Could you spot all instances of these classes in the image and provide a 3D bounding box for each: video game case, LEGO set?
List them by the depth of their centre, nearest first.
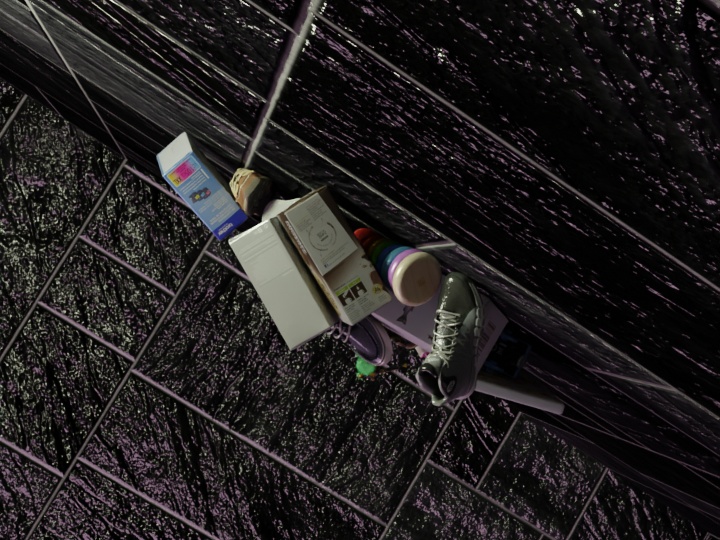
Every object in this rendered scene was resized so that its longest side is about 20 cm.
[{"bbox_3d":[0.246,0.196,1.806,0.198,0.023,0.182,17,-172,-12],"label":"video game case"},{"bbox_3d":[0.056,0.107,1.836,0.154,0.199,0.116,51,-178,18],"label":"LEGO set"}]

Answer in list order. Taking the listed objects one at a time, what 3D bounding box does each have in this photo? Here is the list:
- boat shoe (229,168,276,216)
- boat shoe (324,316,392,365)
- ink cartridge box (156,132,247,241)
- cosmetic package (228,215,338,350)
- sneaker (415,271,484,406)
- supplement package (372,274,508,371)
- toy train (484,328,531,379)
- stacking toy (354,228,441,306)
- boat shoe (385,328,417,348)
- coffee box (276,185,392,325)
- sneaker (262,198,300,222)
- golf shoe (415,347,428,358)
[{"bbox_3d":[-0.205,-0.147,1.836,0.074,0.076,0.200,37,175,2],"label":"boat shoe"},{"bbox_3d":[-0.036,0.098,1.727,0.092,0.075,0.200,-5,-145,-42],"label":"boat shoe"},{"bbox_3d":[-0.287,-0.147,1.889,0.200,0.076,0.137,49,-177,-27],"label":"ink cartridge box"},{"bbox_3d":[-0.118,0.016,1.619,0.202,0.089,0.107,63,-169,-1],"label":"cosmetic package"},{"bbox_3d":[0.129,0.110,1.507,0.074,0.203,0.115,6,-164,36],"label":"sneaker"},{"bbox_3d":[0.124,0.071,1.679,0.199,0.118,0.117,28,174,31],"label":"supplement package"},{"bbox_3d":[0.221,0.126,1.842,0.199,0.087,0.114,27,-178,28],"label":"toy train"},{"bbox_3d":[0.044,-0.015,1.598,0.085,0.086,0.200,35,179,-35],"label":"stacking toy"},{"bbox_3d":[0.066,0.078,1.944,0.201,0.071,0.076,57,-175,34],"label":"boat shoe"},{"bbox_3d":[-0.042,-0.023,1.557,0.201,0.079,0.113,59,172,-8],"label":"coffee box"},{"bbox_3d":[-0.080,-0.078,1.752,0.113,0.073,0.200,19,-177,-31],"label":"sneaker"},{"bbox_3d":[0.149,0.146,2.034,0.199,0.075,0.092,21,-133,-59],"label":"golf shoe"}]
